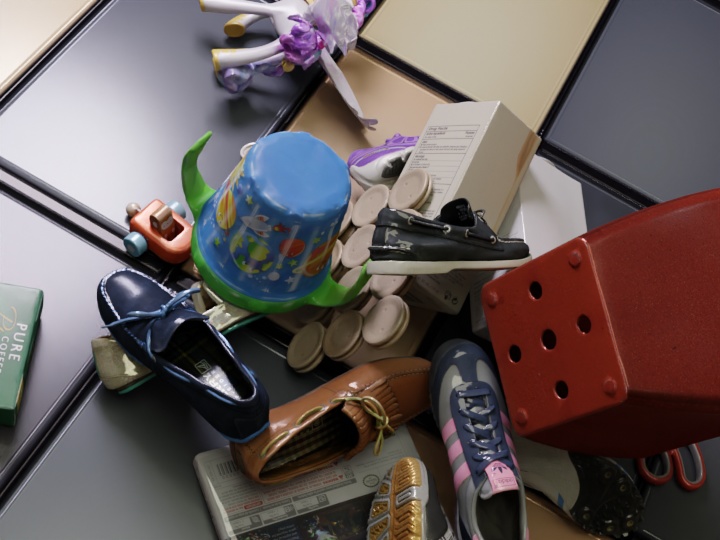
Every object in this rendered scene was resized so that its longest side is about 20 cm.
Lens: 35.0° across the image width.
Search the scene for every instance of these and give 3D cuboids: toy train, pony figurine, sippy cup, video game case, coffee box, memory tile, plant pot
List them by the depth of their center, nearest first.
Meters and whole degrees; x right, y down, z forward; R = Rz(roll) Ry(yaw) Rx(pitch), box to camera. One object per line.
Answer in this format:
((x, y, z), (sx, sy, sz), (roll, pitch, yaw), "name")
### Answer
((0.220, 0.054, 0.968), (0.176, 0.200, 0.200), (-2, 72, -35), "plant pot")
((-0.383, 0.059, 0.978), (0.200, 0.044, 0.123), (9, 56, -11), "coffee box")
((-0.024, 0.219, 0.999), (0.200, 0.023, 0.182), (-12, 62, -25), "video game case")
((-0.072, -0.051, 1.022), (0.178, 0.130, 0.140), (9, 54, -19), "sippy cup")
((0.000, 0.000, 1.081), (0.017, 0.153, 0.200), (37, 49, -33), "memory tile")
((-0.128, -0.061, 1.129), (0.150, 0.056, 0.200), (42, 56, 11), "toy train")
((-0.063, -0.252, 1.233), (0.200, 0.167, 0.193), (-12, 53, -6), "pony figurine")

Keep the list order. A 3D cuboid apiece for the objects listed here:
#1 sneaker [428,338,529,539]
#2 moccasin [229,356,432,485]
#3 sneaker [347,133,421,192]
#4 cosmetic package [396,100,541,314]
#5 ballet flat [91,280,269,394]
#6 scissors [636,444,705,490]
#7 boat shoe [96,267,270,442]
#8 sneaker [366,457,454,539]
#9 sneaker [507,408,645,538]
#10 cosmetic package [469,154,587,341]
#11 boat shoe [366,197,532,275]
((0.110, 0.156, 0.975), (0.070, 0.082, 0.200), (-12, 89, -14), "sneaker")
((-0.012, 0.131, 0.989), (0.201, 0.074, 0.078), (-14, 28, -26), "moccasin")
((0.073, -0.126, 1.224), (0.200, 0.081, 0.083), (-12, 33, -35), "sneaker")
((0.085, -0.064, 1.117), (0.071, 0.105, 0.200), (36, 76, -32), "cosmetic package")
((-0.153, 0.042, 1.041), (0.200, 0.067, 0.062), (-29, 99, -31), "ballet flat")
((0.294, 0.131, 1.162), (0.073, 0.014, 0.200), (-1, 57, -15), "scissors")
((-0.144, 0.055, 0.962), (0.200, 0.069, 0.084), (35, 59, 18), "boat shoe")
((0.061, 0.257, 0.954), (0.088, 0.076, 0.200), (13, 56, -28), "sneaker")
((0.179, 0.178, 1.065), (0.200, 0.072, 0.072), (33, 10, -6), "sneaker")
((0.171, -0.017, 1.155), (0.113, 0.081, 0.200), (28, 46, -33), "cosmetic package")
((0.082, -0.031, 1.008), (0.199, 0.074, 0.066), (-4, 92, -40), "boat shoe")
